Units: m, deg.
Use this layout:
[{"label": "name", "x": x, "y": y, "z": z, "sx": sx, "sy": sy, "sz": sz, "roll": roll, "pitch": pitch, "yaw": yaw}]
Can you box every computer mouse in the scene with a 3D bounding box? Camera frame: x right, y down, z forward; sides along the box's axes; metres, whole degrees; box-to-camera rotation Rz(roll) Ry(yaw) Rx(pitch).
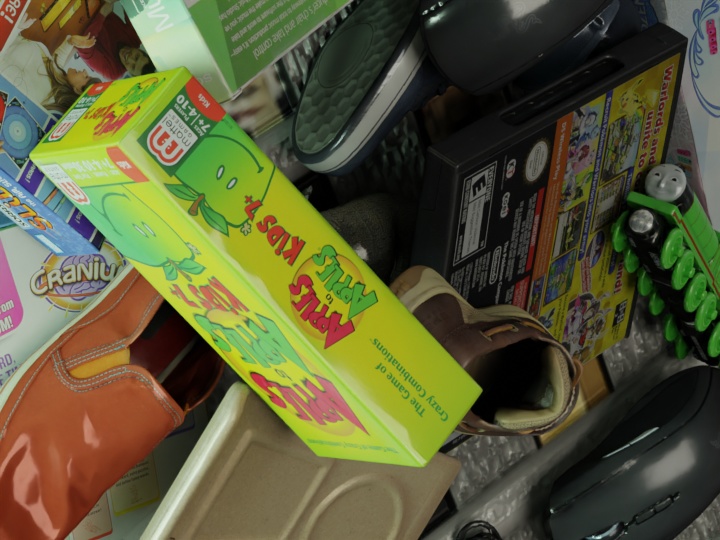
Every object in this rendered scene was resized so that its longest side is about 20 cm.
[{"label": "computer mouse", "x": 0.095, "y": -0.188, "z": 1.263, "sx": 0.200, "sy": 0.046, "sz": 0.141, "roll": -41, "pitch": 113, "yaw": -26}, {"label": "computer mouse", "x": 0.157, "y": 0.156, "z": 1.450, "sx": 0.199, "sy": 0.046, "sz": 0.141, "roll": -35, "pitch": 118, "yaw": -15}]

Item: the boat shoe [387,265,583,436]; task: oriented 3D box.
[{"label": "boat shoe", "x": 0.071, "y": 0.055, "z": 1.274, "sx": 0.072, "sy": 0.072, "sz": 0.200, "roll": -55, "pitch": 151, "yaw": 0}]

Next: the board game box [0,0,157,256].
[{"label": "board game box", "x": -0.134, "y": -0.127, "z": 1.179, "sx": 0.135, "sy": 0.034, "sz": 0.201, "roll": 42, "pitch": 60, "yaw": -34}]

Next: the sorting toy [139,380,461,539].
[{"label": "sorting toy", "x": -0.053, "y": 0.149, "z": 1.273, "sx": 0.200, "sy": 0.036, "sz": 0.186, "roll": 22, "pitch": 101, "yaw": -52}]

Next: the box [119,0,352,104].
[{"label": "box", "x": -0.082, "y": -0.187, "z": 1.176, "sx": 0.201, "sy": 0.036, "sz": 0.144, "roll": 61, "pitch": 37, "yaw": -11}]

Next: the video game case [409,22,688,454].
[{"label": "video game case", "x": 0.090, "y": -0.011, "z": 1.336, "sx": 0.180, "sy": 0.025, "sz": 0.201, "roll": -29, "pitch": 140, "yaw": -37}]

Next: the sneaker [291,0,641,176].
[{"label": "sneaker", "x": 0.063, "y": -0.102, "z": 1.331, "sx": 0.146, "sy": 0.077, "sz": 0.203, "roll": 43, "pitch": 72, "yaw": -31}]

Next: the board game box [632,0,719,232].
[{"label": "board game box", "x": 0.239, "y": -0.148, "z": 1.474, "sx": 0.199, "sy": 0.043, "sz": 0.200, "roll": -27, "pitch": 113, "yaw": -30}]

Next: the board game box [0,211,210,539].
[{"label": "board game box", "x": -0.146, "y": 0.066, "z": 1.231, "sx": 0.152, "sy": 0.040, "sz": 0.202, "roll": -17, "pitch": 108, "yaw": -33}]

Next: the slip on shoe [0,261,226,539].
[{"label": "slip on shoe", "x": -0.113, "y": 0.059, "z": 1.190, "sx": 0.200, "sy": 0.061, "sz": 0.074, "roll": -50, "pitch": 125, "yaw": -17}]

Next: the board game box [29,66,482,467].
[{"label": "board game box", "x": -0.046, "y": 0.001, "z": 1.135, "sx": 0.200, "sy": 0.101, "sz": 0.048, "roll": 47, "pitch": 68, "yaw": -20}]

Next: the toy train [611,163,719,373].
[{"label": "toy train", "x": 0.181, "y": 0.000, "z": 1.416, "sx": 0.057, "sy": 0.042, "sz": 0.200, "roll": -63, "pitch": 153, "yaw": -13}]

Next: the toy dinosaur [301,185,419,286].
[{"label": "toy dinosaur", "x": 0.000, "y": 0.000, "z": 1.304, "sx": 0.199, "sy": 0.077, "sz": 0.103, "roll": -1, "pitch": 114, "yaw": -32}]
